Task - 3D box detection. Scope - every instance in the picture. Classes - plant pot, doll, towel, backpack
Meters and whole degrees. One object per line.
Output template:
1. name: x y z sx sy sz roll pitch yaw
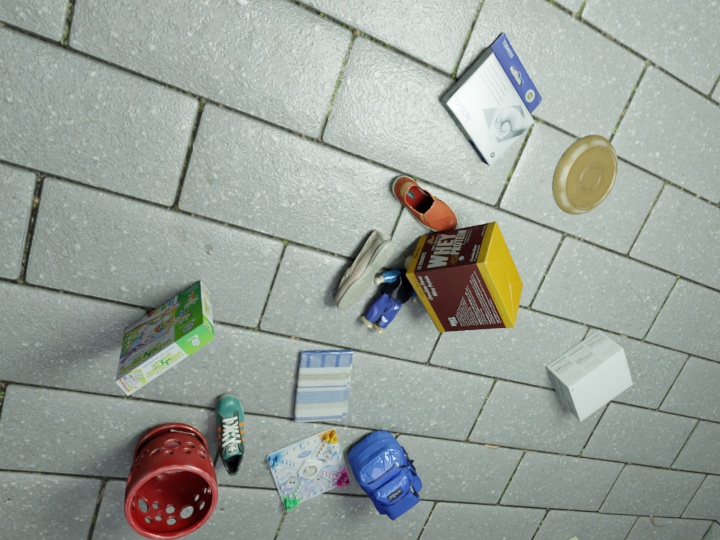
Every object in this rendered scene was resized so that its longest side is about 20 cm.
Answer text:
1. plant pot: -0.428 0.465 1.257 0.193 0.183 0.207 -8 117 -15
2. doll: 0.080 0.053 1.334 0.134 0.049 0.203 29 101 -29
3. towel: -0.093 0.292 1.395 0.142 0.024 0.207 0 111 -18
4. backpack: 0.072 0.546 1.491 0.160 0.168 0.203 -34 117 -9
5. plant pot: 0.577 -0.236 1.399 0.193 0.028 0.207 -8 116 -16

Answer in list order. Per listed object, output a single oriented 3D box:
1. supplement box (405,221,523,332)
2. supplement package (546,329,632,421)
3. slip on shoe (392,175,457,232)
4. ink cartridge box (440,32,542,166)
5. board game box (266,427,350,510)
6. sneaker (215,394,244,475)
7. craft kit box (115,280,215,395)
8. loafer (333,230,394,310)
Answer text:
1. supplement box: 0.243 0.021 1.274 0.195 0.135 0.200 -9 128 36
2. supplement package: 0.680 0.312 1.637 0.197 0.111 0.158 -32 120 -3
3. slip on shoe: 0.154 -0.144 1.265 0.198 0.061 0.075 34 98 -31
4. ink cartridge box: 0.304 -0.375 1.226 0.200 0.041 0.199 -46 120 4
5. board game box: -0.135 0.542 1.491 0.194 0.026 0.206 -19 118 -12
6. sneaker: -0.309 0.399 1.329 0.069 0.080 0.207 -8 116 -16
7. craft kit box: -0.389 0.128 1.110 0.197 0.198 0.049 -33 122 -3
8. loafer: 0.000 0.000 1.283 0.202 0.063 0.071 -52 153 11
